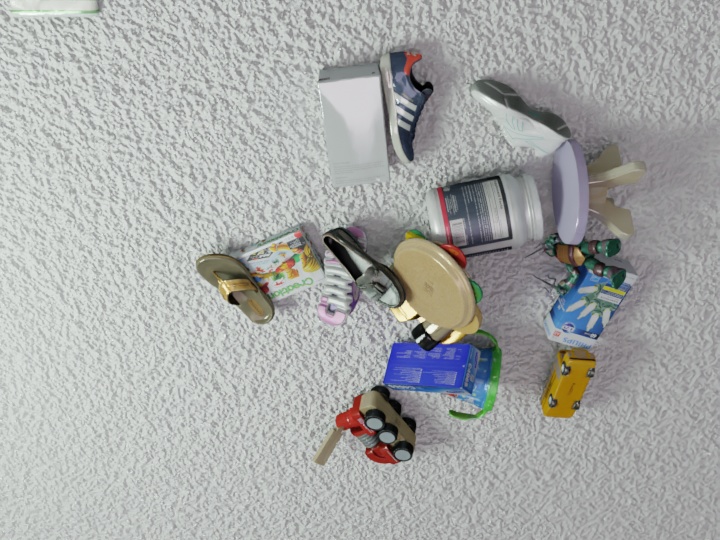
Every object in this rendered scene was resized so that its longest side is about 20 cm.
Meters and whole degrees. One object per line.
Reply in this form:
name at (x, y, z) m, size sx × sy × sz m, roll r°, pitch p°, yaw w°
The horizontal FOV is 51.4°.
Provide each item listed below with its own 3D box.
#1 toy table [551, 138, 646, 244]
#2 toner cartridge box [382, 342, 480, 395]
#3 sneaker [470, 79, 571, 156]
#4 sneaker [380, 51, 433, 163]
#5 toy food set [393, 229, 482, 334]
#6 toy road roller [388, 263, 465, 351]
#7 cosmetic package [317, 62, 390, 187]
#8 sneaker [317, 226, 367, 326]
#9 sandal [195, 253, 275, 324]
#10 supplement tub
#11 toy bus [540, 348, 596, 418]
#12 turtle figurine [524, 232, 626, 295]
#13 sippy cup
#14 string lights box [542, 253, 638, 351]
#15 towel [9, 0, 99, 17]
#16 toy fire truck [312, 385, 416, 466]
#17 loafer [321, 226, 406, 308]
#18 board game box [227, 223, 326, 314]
toy table at (0.423, -0.142, 1.354) m, size 0.116 × 0.184 × 0.201 m, roll 1°, pitch 79°, yaw -6°
toner cartridge box at (0.145, 0.201, 1.544) m, size 0.199 × 0.095 × 0.043 m, roll -3°, pitch 153°, yaw 41°
sneaker at (0.275, -0.267, 1.339) m, size 0.200 × 0.071 × 0.080 m, roll 30°, pitch 137°, yaw -10°
sneaker at (0.091, -0.286, 1.320) m, size 0.084 × 0.075 × 0.201 m, roll -7°, pitch 121°, yaw 9°
toy food set at (0.140, 0.022, 1.370) m, size 0.049 × 0.200 × 0.199 m, roll -36°, pitch 139°, yaw -30°
toy road roller at (0.145, 0.058, 1.519) m, size 0.123 × 0.146 × 0.200 m, roll -43°, pitch 75°, yaw 22°
cosmetic package at (-0.009, -0.258, 1.334) m, size 0.112 × 0.081 × 0.201 m, roll -4°, pitch 120°, yaw 2°
sneaker at (-0.028, 0.009, 1.500) m, size 0.080 × 0.088 × 0.201 m, roll 17°, pitch 100°, yaw 21°
sandal at (-0.244, 0.042, 1.483) m, size 0.080 × 0.054 × 0.200 m, roll -32°, pitch 116°, yaw 18°
supplement tub at (0.228, -0.100, 1.395) m, size 0.199 × 0.141 × 0.141 m, roll -10°, pitch 121°, yaw 5°
toy bus at (0.447, 0.240, 1.617) m, size 0.065 × 0.079 × 0.201 m, roll 5°, pitch 131°, yaw -1°
turtle figurine at (0.406, -0.027, 1.438) m, size 0.101 × 0.199 × 0.150 m, roll -51°, pitch 124°, yaw -22°
sippy cup at (0.227, 0.222, 1.601) m, size 0.130 × 0.179 × 0.140 m, roll 11°, pitch 158°, yaw 5°
string lights box at (0.470, 0.062, 1.542) m, size 0.102 × 0.059 × 0.201 m, roll 16°, pitch 120°, yaw -11°
towel at (-0.510, -0.514, 1.209) m, size 0.152 × 0.023 × 0.201 m, roll 0°, pitch 120°, yaw -1°
toy fire truck at (0.005, 0.384, 1.703) m, size 0.199 × 0.129 × 0.176 m, roll -25°, pitch 119°, yaw 27°
loafer at (0.000, 0.000, 1.407) m, size 0.200 × 0.063 × 0.072 m, roll 45°, pitch 112°, yaw 14°
board game box at (-0.180, -0.001, 1.511) m, size 0.199 × 0.035 × 0.127 m, roll -22°, pitch 119°, yaw 12°
